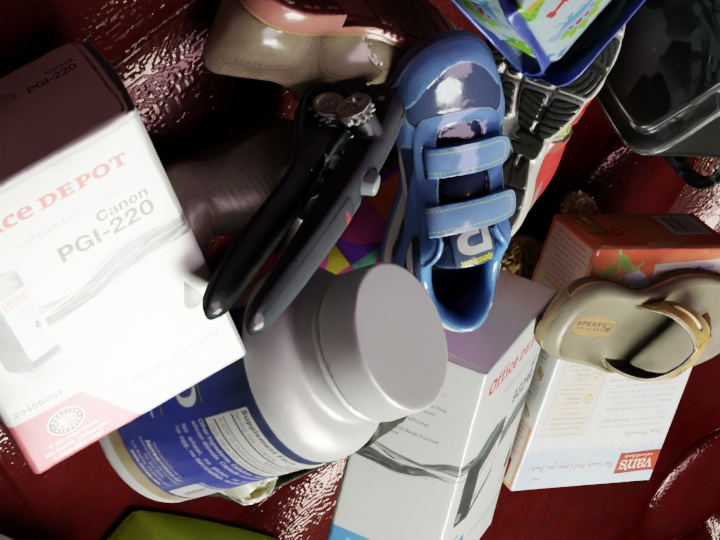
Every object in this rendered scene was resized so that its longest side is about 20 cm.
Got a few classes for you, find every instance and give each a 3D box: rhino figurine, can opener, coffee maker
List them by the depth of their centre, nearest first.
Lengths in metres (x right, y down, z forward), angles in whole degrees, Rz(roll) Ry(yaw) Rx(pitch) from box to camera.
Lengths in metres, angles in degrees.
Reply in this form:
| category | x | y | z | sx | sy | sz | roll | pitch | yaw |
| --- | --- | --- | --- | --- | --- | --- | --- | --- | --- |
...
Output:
| category | x | y | z | sx | sy | sz | roll | pitch | yaw |
| --- | --- | --- | --- | --- | --- | --- | --- | --- | --- |
| can opener | -0.028 | -0.036 | 1.506 | 0.200 | 0.063 | 0.079 | -62 | 152 | -43 |
| rhino figurine | -0.103 | -0.034 | 1.586 | 0.200 | 0.060 | 0.088 | -22 | 142 | -25 |
| coffee maker | 0.245 | -0.126 | 1.822 | 0.200 | 0.135 | 0.192 | 2 | 125 | -52 |

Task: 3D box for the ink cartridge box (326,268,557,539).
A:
| category | x | y | z | sx | sy | sz | roll | pitch | yaw |
| --- | --- | --- | --- | --- | --- | --- | --- | --- | --- |
| ink cartridge box | 0.053 | 0.109 | 1.811 | 0.145 | 0.084 | 0.200 | -44 | 152 | -57 |

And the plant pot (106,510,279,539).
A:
| category | x | y | z | sx | sy | sz | roll | pitch | yaw |
| --- | --- | --- | --- | --- | --- | --- | --- | --- | --- |
| plant pot | -0.109 | 0.306 | 1.856 | 0.199 | 0.181 | 0.200 | -53 | 149 | 11 |

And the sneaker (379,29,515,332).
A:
| category | x | y | z | sx | sy | sz | roll | pitch | yaw |
| --- | --- | --- | --- | --- | --- | --- | --- | --- | --- |
| sneaker | 0.058 | -0.051 | 1.595 | 0.074 | 0.082 | 0.200 | -12 | 129 | -15 |

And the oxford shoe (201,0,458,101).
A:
| category | x | y | z | sx | sy | sz | roll | pitch | yaw |
| --- | --- | --- | --- | --- | --- | --- | --- | --- | --- |
| oxford shoe | -0.015 | -0.137 | 1.576 | 0.200 | 0.070 | 0.075 | 10 | 129 | -45 |

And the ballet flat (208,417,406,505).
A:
| category | x | y | z | sx | sy | sz | roll | pitch | yaw |
| --- | --- | --- | --- | --- | --- | --- | --- | --- | --- |
| ballet flat | -0.055 | 0.111 | 1.733 | 0.200 | 0.068 | 0.068 | -28 | -164 | 33 |

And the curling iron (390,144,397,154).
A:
| category | x | y | z | sx | sy | sz | roll | pitch | yaw |
| --- | --- | --- | --- | --- | --- | --- | --- | --- | --- |
| curling iron | 0.017 | -0.096 | 1.690 | 0.050 | 0.026 | 0.200 | -48 | 149 | 8 |

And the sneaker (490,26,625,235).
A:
| category | x | y | z | sx | sy | sz | roll | pitch | yaw |
| --- | --- | --- | --- | --- | --- | --- | --- | --- | --- |
| sneaker | 0.114 | -0.109 | 1.769 | 0.200 | 0.077 | 0.085 | -60 | 169 | 18 |

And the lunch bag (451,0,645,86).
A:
| category | x | y | z | sx | sy | sz | roll | pitch | yaw |
| --- | --- | --- | --- | --- | --- | --- | --- | --- | --- |
| lunch bag | 0.132 | -0.209 | 1.615 | 0.170 | 0.127 | 0.200 | -48 | 161 | 0 |

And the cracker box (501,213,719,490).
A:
| category | x | y | z | sx | sy | sz | roll | pitch | yaw |
| --- | --- | --- | --- | --- | --- | --- | --- | --- | --- |
| cracker box | 0.173 | 0.058 | 1.902 | 0.134 | 0.058 | 0.200 | -1 | 119 | -36 |

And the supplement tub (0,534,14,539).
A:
| category | x | y | z | sx | sy | sz | roll | pitch | yaw |
| --- | --- | --- | --- | --- | --- | --- | --- | --- | --- |
| supplement tub | -0.225 | 0.245 | 1.679 | 0.145 | 0.145 | 0.200 | -49 | 149 | 5 |

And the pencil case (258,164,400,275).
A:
| category | x | y | z | sx | sy | sz | roll | pitch | yaw |
| --- | --- | --- | --- | --- | --- | --- | --- | --- | --- |
| pencil case | 0.000 | 0.000 | 1.706 | 0.200 | 0.088 | 0.088 | -37 | 149 | -1 |

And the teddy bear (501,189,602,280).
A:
| category | x | y | z | sx | sy | sz | roll | pitch | yaw |
| --- | --- | --- | --- | --- | --- | --- | --- | --- | --- |
| teddy bear | 0.128 | 0.008 | 1.922 | 0.200 | 0.067 | 0.145 | -24 | 134 | -22 |

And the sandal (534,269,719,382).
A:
| category | x | y | z | sx | sy | sz | roll | pitch | yaw |
| --- | --- | --- | --- | --- | --- | --- | --- | --- | --- |
| sandal | 0.202 | 0.044 | 1.829 | 0.200 | 0.054 | 0.080 | 2 | 119 | -46 |

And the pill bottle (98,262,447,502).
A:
| category | x | y | z | sx | sy | sz | roll | pitch | yaw |
| --- | --- | --- | --- | --- | --- | --- | --- | --- | --- |
| pill bottle | -0.053 | 0.062 | 1.584 | 0.200 | 0.120 | 0.120 | -18 | 166 | 35 |

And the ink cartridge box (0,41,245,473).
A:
| category | x | y | z | sx | sy | sz | roll | pitch | yaw |
| --- | --- | --- | --- | --- | --- | --- | --- | --- | --- |
| ink cartridge box | -0.167 | -0.006 | 1.465 | 0.146 | 0.085 | 0.200 | -30 | 132 | -9 |
